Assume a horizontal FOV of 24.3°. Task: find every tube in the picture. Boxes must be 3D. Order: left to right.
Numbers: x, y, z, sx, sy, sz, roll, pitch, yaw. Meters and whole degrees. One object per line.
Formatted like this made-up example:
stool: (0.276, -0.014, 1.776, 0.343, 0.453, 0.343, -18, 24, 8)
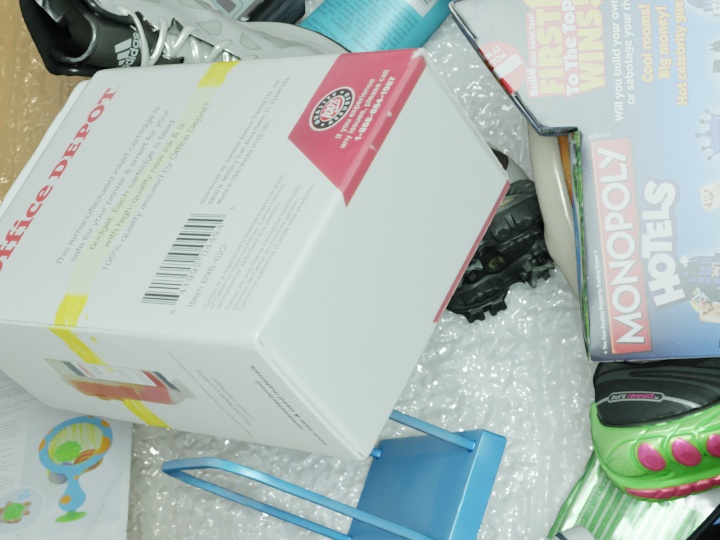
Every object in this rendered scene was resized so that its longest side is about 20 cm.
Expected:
tube: (-0.012, -0.112, 0.904, 0.077, 0.050, 0.200, 42, 87, 21)

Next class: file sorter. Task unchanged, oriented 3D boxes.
file sorter: (-0.041, 0.151, 0.755, 0.122, 0.139, 0.200, 23, 76, -15)

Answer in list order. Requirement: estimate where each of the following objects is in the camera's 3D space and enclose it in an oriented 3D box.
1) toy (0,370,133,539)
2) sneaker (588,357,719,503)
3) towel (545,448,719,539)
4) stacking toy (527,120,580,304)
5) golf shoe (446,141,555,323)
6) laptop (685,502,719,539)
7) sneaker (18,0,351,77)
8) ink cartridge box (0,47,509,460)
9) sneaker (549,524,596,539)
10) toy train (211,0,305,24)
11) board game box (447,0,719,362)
toy: (-0.163, 0.113, 0.832, 0.115, 0.047, 0.200, -12, 36, 6)
sneaker: (0.204, 0.047, 0.801, 0.199, 0.077, 0.084, -11, 53, -10)
towel: (0.144, 0.186, 0.800, 0.152, 0.023, 0.200, 24, 78, 14)
stacking toy: (0.188, -0.057, 0.777, 0.200, 0.146, 0.147, -15, 70, 25)
golf shoe: (0.000, 0.000, 0.861, 0.200, 0.078, 0.095, -25, 53, -1)
laptop: (0.223, 0.129, 0.694, 0.103, 0.177, 0.201, -12, 83, 45)
sneaker: (-0.085, -0.093, 0.819, 0.200, 0.115, 0.076, 31, 116, 15)
ink cartridge box: (-0.060, -0.011, 0.705, 0.200, 0.083, 0.145, 4, 55, 42)
sneaker: (0.104, 0.218, 0.745, 0.079, 0.078, 0.200, -18, 75, -4)
toy train: (-0.050, -0.203, 0.922, 0.114, 0.085, 0.200, 43, 81, 5)
board game box: (0.139, -0.065, 0.707, 0.199, 0.062, 0.201, -2, 92, 6)
